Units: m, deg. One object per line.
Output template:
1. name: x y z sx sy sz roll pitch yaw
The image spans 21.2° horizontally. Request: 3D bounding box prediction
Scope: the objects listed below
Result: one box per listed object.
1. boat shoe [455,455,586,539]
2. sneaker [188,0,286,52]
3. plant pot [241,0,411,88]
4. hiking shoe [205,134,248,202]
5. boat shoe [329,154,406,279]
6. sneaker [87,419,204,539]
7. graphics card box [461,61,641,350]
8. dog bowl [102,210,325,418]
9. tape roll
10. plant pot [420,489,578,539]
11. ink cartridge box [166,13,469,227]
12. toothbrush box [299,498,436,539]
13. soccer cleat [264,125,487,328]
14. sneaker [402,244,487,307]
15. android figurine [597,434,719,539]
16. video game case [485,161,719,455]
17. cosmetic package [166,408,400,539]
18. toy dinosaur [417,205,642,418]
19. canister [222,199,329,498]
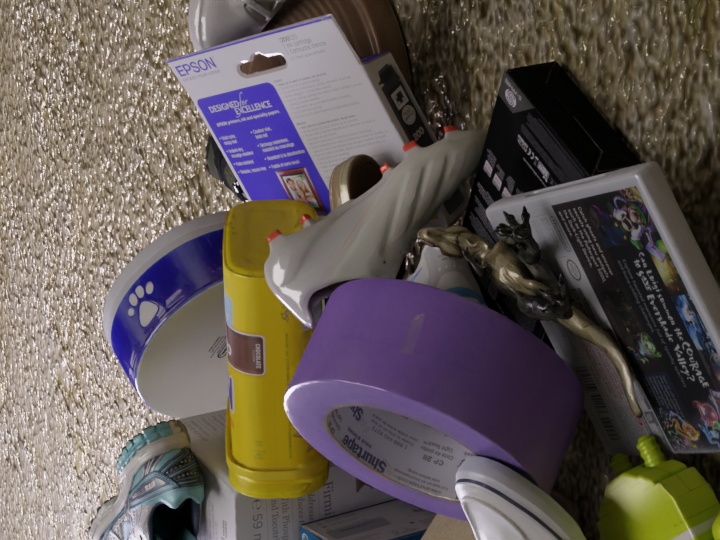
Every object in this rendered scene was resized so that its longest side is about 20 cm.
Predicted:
1. boat shoe: 0.123 0.213 1.309 0.200 0.067 0.073 49 151 -24
2. sneaker: -0.065 -0.253 1.588 0.088 0.075 0.201 32 89 41
3. plant pot: -0.042 -0.160 1.649 0.201 0.092 0.203 34 129 56
4. hiking shoe: -0.095 -0.141 1.804 0.101 0.075 0.201 48 150 33
5. boat shoe: 0.000 0.000 1.531 0.064 0.072 0.201 6 127 31
6. sneaker: -0.179 0.222 1.647 0.087 0.077 0.201 57 147 33
7. graphics card box: 0.130 -0.035 1.395 0.126 0.050 0.201 56 148 39
8. dog bowl: -0.135 0.043 1.799 0.079 0.199 0.201 56 147 34
9. tape roll: 0.051 0.095 1.354 0.085 0.199 0.200 -65 13 -25
10. plant pot: 0.099 0.265 1.470 0.187 0.186 0.202 32 113 56
11. ink cartridge box: -0.035 -0.113 1.549 0.197 0.043 0.201 -7 122 43
12. toothbrush box: 0.038 0.300 1.613 0.085 0.145 0.202 20 119 61
13. soccer cleat: 0.021 -0.033 1.430 0.078 0.199 0.069 57 178 15
14. sneaker: 0.059 0.035 1.458 0.200 0.074 0.087 112 150 -64
15. android figurine: 0.224 0.209 1.297 0.201 0.041 0.182 64 156 15
16. video game case: 0.180 0.032 1.276 0.181 0.023 0.201 -11 108 62
17. cosmetic package: -0.051 0.215 1.695 0.166 0.198 0.169 30 127 58
18. toy dinosaur: 0.119 0.012 1.284 0.200 0.047 0.088 42 167 23
19. canister: -0.070 0.060 1.565 0.149 0.086 0.202 -95 4 -63
